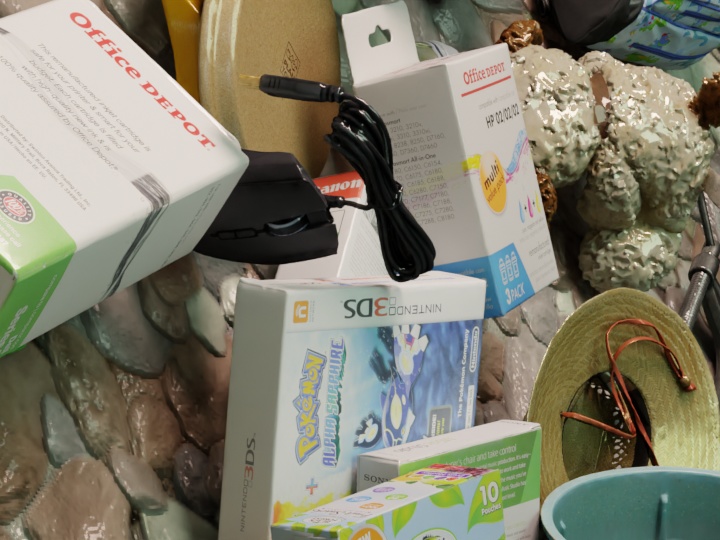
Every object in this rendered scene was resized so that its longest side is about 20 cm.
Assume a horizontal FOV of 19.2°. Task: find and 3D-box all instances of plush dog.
[{"bbox_3d":[0.165,-0.101,1.552,0.171,0.161,0.201,7,61,-21],"label":"plush dog"}]

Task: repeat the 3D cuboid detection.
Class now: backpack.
[{"bbox_3d":[0.238,-0.239,1.719,0.200,0.153,0.164,30,41,-52],"label":"backpack"}]

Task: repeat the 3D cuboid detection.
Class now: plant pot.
[{"bbox_3d":[0.200,0.247,1.301,0.200,0.199,0.197,-18,118,-52],"label":"plant pot"}]

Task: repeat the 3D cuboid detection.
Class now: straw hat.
[{"bbox_3d":[0.153,0.117,1.434,0.200,0.085,0.202,7,79,-40],"label":"straw hat"}]

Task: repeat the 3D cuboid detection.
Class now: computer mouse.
[{"bbox_3d":[-0.061,-0.052,1.193,0.046,0.199,0.141,-54,142,-33],"label":"computer mouse"}]

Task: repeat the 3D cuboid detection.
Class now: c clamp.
[{"bbox_3d":[0.252,0.055,1.613,0.171,0.027,0.200,64,34,-34],"label":"c clamp"}]

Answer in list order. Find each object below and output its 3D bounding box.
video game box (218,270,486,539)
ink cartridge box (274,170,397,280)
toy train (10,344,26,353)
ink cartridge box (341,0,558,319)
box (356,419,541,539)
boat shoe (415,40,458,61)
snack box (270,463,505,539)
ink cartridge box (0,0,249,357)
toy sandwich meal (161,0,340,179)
[{"bbox_3d":[-0.004,0.103,1.230,0.182,0.047,0.201,-3,99,-47],"label":"video game box"},{"bbox_3d":[0.000,0.000,1.337,0.109,0.050,0.201,58,33,-38],"label":"ink cartridge box"},{"bbox_3d":[-0.227,0.050,1.077,0.056,0.042,0.200,49,39,-2],"label":"toy train"},{"bbox_3d":[0.058,-0.075,1.345,0.115,0.067,0.201,-29,107,-64],"label":"ink cartridge box"},{"bbox_3d":[0.052,0.196,1.248,0.144,0.036,0.201,-7,102,-51],"label":"box"},{"bbox_3d":[0.058,-0.069,1.461,0.062,0.072,0.201,0,58,-38],"label":"boat shoe"},{"bbox_3d":[0.024,0.218,1.140,0.142,0.053,0.201,-14,101,-50],"label":"snack box"},{"bbox_3d":[-0.178,-0.051,1.119,0.145,0.084,0.200,44,36,12],"label":"ink cartridge box"},{"bbox_3d":[-0.075,-0.132,1.329,0.205,0.070,0.207,1,90,-67],"label":"toy sandwich meal"}]
